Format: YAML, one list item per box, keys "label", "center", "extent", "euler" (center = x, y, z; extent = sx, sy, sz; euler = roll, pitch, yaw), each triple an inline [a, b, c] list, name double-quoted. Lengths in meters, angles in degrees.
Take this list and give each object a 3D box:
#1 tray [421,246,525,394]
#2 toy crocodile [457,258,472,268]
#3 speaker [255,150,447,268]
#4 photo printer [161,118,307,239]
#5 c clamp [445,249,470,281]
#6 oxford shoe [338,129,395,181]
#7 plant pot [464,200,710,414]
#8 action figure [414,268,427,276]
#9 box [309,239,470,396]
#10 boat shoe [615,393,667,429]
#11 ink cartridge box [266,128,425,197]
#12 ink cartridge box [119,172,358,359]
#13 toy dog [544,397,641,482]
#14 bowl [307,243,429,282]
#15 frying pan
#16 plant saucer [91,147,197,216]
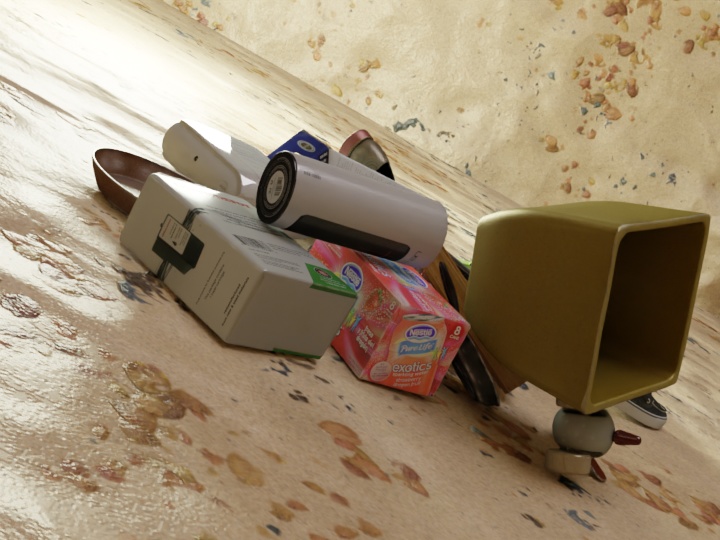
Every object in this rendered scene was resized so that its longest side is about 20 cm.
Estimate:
- label: "tray"
  center: [0.133, 0.051, 1.480]
  extent: [0.200, 0.037, 0.099]
  euler: [56, 7, -5]
- label: "toy crocodile"
  center: [0.221, 0.030, 1.910]
  extent: [0.200, 0.062, 0.068]
  euler: [32, 12, 11]
- label: "speaker"
  center: [-0.006, -0.063, 1.280]
  extent: [0.200, 0.081, 0.081]
  euler: [16, 18, -33]
- label: "photo printer"
  center: [-0.152, -0.114, 1.597]
  extent: [0.166, 0.069, 0.200]
  euler: [19, 17, -48]
- label: "c clamp"
  center: [0.095, -0.004, 1.705]
  extent: [0.200, 0.027, 0.171]
  euler: [37, -24, -15]
- label: "oxford shoe"
  center: [0.013, -0.118, 1.739]
  extent: [0.075, 0.070, 0.200]
  euler: [45, -14, 24]
- label: "plant pot"
  center: [0.227, 0.017, 1.301]
  extent: [0.200, 0.196, 0.194]
  euler: [19, 18, 40]
- label: "action figure"
  center: [0.000, 0.000, 1.451]
  extent: [0.200, 0.099, 0.065]
  euler: [31, 13, -7]
- label: "box"
  center: [0.018, 0.041, 1.316]
  extent: [0.103, 0.095, 0.200]
  euler: [19, 17, -33]
- label: "boat shoe"
  center: [0.385, 0.170, 1.719]
  extent: [0.200, 0.057, 0.069]
  euler: [29, 12, -39]
- label: "ink cartridge box"
  center: [-0.038, -0.109, 1.687]
  extent: [0.200, 0.041, 0.200]
  euler: [28, -20, -17]
- label: "ink cartridge box"
  center: [-0.124, -0.005, 1.202]
  extent: [0.200, 0.083, 0.147]
  euler: [40, 15, 37]
- label: "toy dog"
  center: [0.263, 0.174, 1.340]
  extent: [0.096, 0.132, 0.200]
  euler: [10, 18, 13]
- label: "bowl"
  center: [0.040, -0.014, 1.575]
  extent: [0.201, 0.094, 0.201]
  euler: [29, 16, -9]
- label: "frying pan"
  center: [0.116, 0.085, 1.331]
  extent: [0.115, 0.031, 0.190]
  euler: [60, -5, 34]
- label: "plant saucer"
  center: [-0.221, -0.076, 1.376]
  extent: [0.200, 0.035, 0.200]
  euler: [28, 12, -6]
